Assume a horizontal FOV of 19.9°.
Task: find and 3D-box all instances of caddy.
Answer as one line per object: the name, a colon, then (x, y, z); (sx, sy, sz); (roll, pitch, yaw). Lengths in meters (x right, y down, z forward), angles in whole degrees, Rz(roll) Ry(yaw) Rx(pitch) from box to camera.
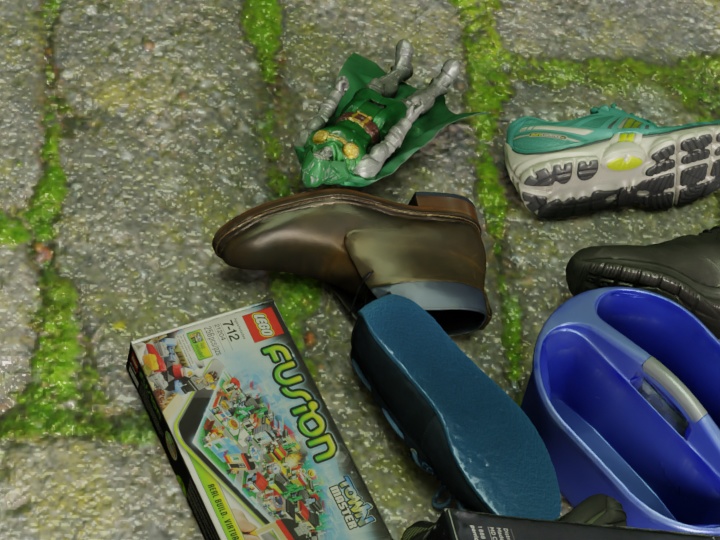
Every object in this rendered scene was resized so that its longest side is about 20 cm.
caddy: (0.200, 0.103, 1.396); (0.141, 0.105, 0.200); (-33, 69, -29)

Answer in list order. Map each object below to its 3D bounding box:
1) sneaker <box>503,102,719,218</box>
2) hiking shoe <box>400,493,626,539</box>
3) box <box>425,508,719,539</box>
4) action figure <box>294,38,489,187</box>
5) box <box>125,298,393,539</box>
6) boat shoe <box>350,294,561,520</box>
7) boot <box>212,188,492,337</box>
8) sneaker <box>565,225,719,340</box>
sneaker: (0.205, -0.096, 1.550); (0.199, 0.078, 0.080); (-4, 50, -14)
hiking shoe: (0.071, 0.187, 1.298); (0.200, 0.076, 0.101); (-35, 61, 4)
box: (0.111, 0.250, 1.188); (0.198, 0.200, 0.124); (7, 43, -24)
action figure: (0.008, -0.108, 1.492); (0.118, 0.055, 0.200); (21, 35, 16)
box: (-0.069, 0.121, 1.372); (0.110, 0.035, 0.200); (-18, 63, -22)
boat shoe: (0.066, 0.106, 1.394); (0.084, 0.069, 0.200); (-17, 63, -31)
boot: (0.000, 0.000, 1.441); (0.199, 0.075, 0.097); (-5, 56, -17)
sneaker: (0.243, 0.008, 1.498); (0.199, 0.076, 0.091); (11, 46, -13)
